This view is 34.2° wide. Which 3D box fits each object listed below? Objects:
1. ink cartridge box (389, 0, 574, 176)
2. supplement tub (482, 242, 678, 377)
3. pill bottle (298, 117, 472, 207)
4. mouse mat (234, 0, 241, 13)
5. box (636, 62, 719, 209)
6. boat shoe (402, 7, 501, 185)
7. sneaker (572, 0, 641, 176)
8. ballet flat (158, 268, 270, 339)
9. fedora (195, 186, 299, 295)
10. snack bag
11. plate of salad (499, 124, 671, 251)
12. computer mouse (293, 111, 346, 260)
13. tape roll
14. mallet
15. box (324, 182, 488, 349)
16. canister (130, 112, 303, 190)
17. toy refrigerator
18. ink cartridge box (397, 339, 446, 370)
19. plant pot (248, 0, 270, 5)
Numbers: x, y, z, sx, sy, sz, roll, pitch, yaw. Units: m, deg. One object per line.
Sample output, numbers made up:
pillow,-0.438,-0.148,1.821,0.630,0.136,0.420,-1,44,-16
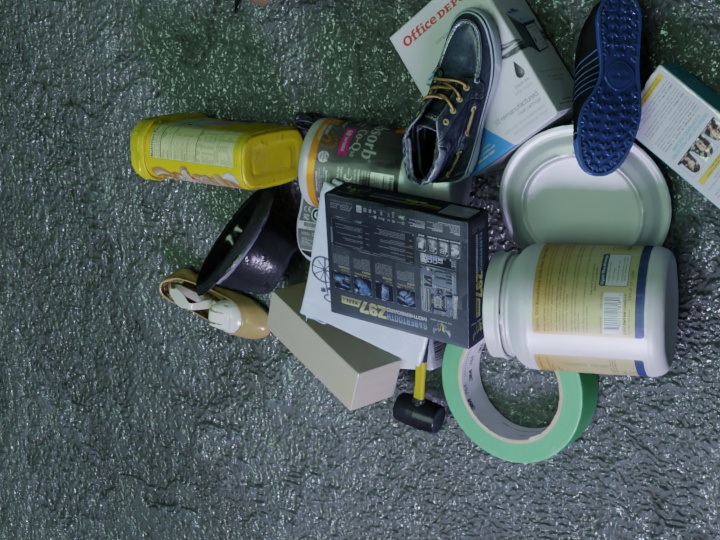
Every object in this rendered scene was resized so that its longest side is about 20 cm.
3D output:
ink cartridge box,0.149,-0.235,1.381,0.146,0.086,0.201,-36,81,37
supplement tub,0.248,0.042,1.314,0.199,0.144,0.145,2,104,22
pill bottle,0.032,-0.122,1.463,0.199,0.116,0.117,10,108,20
mouse mat,-0.129,-0.447,1.517,0.007,0.161,0.201,16,121,-15
box,0.380,-0.130,1.252,0.200,0.049,0.082,45,125,20
boat shoe,0.101,-0.192,1.313,0.071,0.091,0.201,18,110,32
sneaker,0.266,-0.197,1.278,0.070,0.078,0.201,10,86,-3
ballet flat,-0.222,0.057,1.752,0.199,0.063,0.069,23,115,31
fedora,-0.148,-0.023,1.638,0.091,0.201,0.201,34,127,-14
snack bag,0.021,0.007,1.443,0.188,0.021,0.201,23,122,19
plate of salad,0.259,-0.078,1.354,0.199,0.048,0.201,11,123,18
computer mouse,-0.047,-0.111,1.590,0.109,0.044,0.201,12,104,29
tape roll,0.197,0.138,1.463,0.200,0.048,0.202,10,107,35
mallet,0.086,0.124,1.493,0.066,0.041,0.201,24,128,21
box,0.053,-0.008,1.361,0.199,0.051,0.159,13,118,34
canister,-0.196,-0.165,1.623,0.199,0.148,0.087,10,108,33
toy refrigerator,-0.039,0.100,1.585,0.200,0.076,0.070,40,131,37
ink cartridge box,0.018,0.048,1.576,0.199,0.047,0.161,-1,101,35
plant pot,-0.070,-0.422,1.467,0.092,0.201,0.202,16,120,-14
